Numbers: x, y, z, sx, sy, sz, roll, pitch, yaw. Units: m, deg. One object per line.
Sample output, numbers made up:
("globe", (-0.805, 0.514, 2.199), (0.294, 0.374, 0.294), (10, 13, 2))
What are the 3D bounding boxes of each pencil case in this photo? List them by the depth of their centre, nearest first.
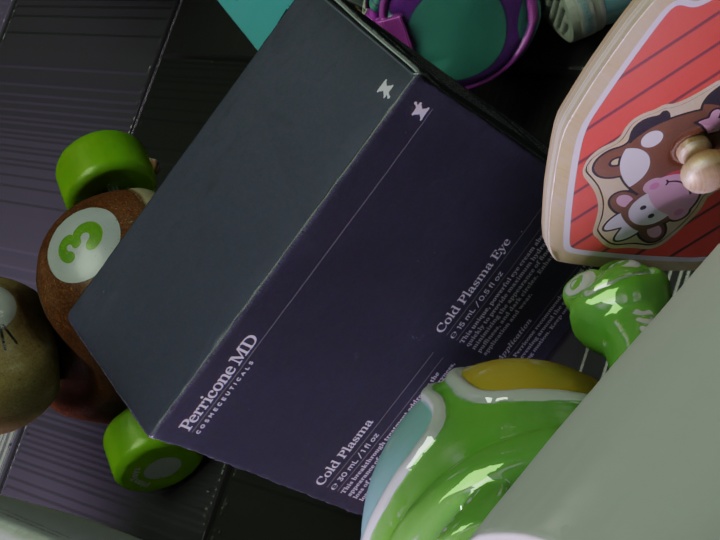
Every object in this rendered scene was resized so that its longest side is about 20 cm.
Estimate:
("pencil case", (0.023, -0.172, 0.912), (0.200, 0.092, 0.085), (-117, 21, -57))

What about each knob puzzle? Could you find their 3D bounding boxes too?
("knob puzzle", (0.161, -0.054, 0.673), (0.220, 0.219, 0.031), (-38, 49, 23))

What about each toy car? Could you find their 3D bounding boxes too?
("toy car", (-0.197, 0.033, 0.936), (0.158, 0.200, 0.164), (109, 144, -46))

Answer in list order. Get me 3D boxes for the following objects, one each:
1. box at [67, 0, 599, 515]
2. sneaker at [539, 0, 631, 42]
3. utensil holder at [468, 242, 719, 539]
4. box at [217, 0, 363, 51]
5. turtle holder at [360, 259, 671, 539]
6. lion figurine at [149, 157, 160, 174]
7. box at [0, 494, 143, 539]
("box", (0.000, 0.000, 0.807), (0.200, 0.182, 0.104), (-53, 45, 8))
("sneaker", (0.112, -0.192, 0.894), (0.082, 0.074, 0.200), (-20, 46, -2))
("utensil holder", (0.153, 0.078, 0.581), (0.200, 0.170, 0.170), (-43, 38, -25))
("box", (-0.008, -0.120, 0.943), (0.049, 0.082, 0.200), (-56, 43, 19))
("turtle holder", (0.066, 0.092, 0.718), (0.141, 0.186, 0.132), (-8, 33, -7))
("lion figurine", (-0.060, -0.034, 0.973), (0.200, 0.072, 0.123), (-34, 56, 44))
("box", (-0.150, 0.192, 0.838), (0.199, 0.200, 0.131), (11, 78, 45))
